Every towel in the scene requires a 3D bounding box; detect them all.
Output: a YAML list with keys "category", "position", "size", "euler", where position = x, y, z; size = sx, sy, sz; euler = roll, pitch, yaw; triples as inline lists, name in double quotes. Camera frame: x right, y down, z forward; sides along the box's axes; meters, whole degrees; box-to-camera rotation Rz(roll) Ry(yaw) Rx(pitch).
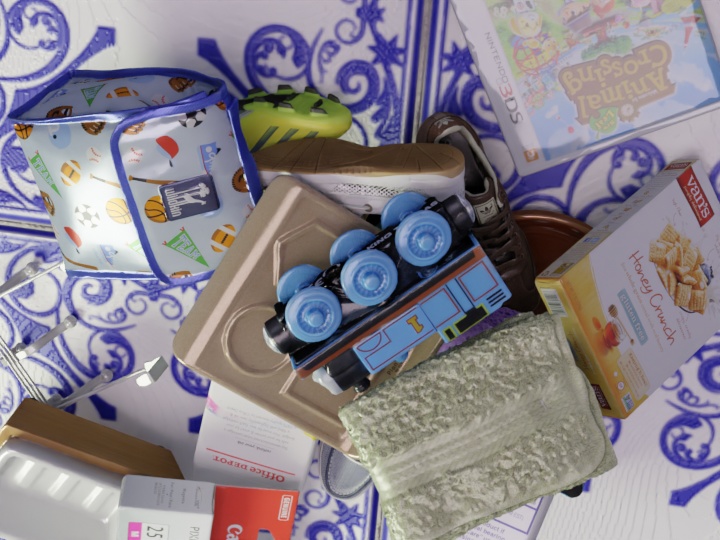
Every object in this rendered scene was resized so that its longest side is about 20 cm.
- category: "towel"
  position: [0.095, 0.131, 1.094]
  size: [0.199, 0.036, 0.149]
  euler: [-24, 85, 3]

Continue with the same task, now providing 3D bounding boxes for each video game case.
- category: "video game case"
  position: [0.200, -0.195, 1.175]
  size: [0.199, 0.022, 0.183]
  euler: [-19, 109, 17]

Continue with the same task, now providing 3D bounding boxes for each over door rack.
- category: "over door rack"
  position: [-0.288, 0.059, 1.338]
  size: [0.200, 0.067, 0.148]
  euler: [-20, 110, 39]

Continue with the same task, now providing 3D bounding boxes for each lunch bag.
- category: "lunch bag"
  position: [-0.181, -0.082, 1.168]
  size: [0.199, 0.124, 0.171]
  euler: [2, 124, 25]

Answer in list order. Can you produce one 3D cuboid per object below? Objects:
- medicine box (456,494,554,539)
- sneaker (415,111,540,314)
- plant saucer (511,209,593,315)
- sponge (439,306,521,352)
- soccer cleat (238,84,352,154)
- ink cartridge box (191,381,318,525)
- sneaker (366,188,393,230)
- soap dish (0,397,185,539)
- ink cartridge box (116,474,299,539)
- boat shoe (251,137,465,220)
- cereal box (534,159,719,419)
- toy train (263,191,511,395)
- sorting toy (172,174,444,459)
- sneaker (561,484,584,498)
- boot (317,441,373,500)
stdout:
- category: "medicine box"
  position: [0.103, 0.213, 1.200]
  size: [0.103, 0.182, 0.201]
  euler: [24, 91, 5]
- category: "sneaker"
  position: [0.102, -0.044, 1.190]
  size: [0.070, 0.076, 0.201]
  euler: [-28, 95, -1]
- category: "plant saucer"
  position: [0.163, 0.036, 1.277]
  size: [0.199, 0.032, 0.201]
  euler: [4, 115, 8]
- category: "sponge"
  position: [0.130, 0.072, 1.235]
  size: [0.199, 0.030, 0.112]
  euler: [22, 150, 0]
- category: "soccer cleat"
  position: [-0.101, -0.121, 1.238]
  size: [0.199, 0.065, 0.084]
  euler: [-1, 112, 15]
- category: "ink cartridge box"
  position: [-0.096, 0.146, 1.350]
  size: [0.117, 0.067, 0.201]
  euler: [17, 114, 1]
- category: "sneaker"
  position: [0.000, 0.000, 1.221]
  size: [0.080, 0.071, 0.201]
  euler: [29, 77, -28]
- category: "soap dish"
  position: [-0.297, 0.219, 1.374]
  size: [0.199, 0.081, 0.157]
  euler: [24, 129, -24]
- category: "ink cartridge box"
  position: [-0.159, 0.289, 1.360]
  size: [0.173, 0.044, 0.200]
  euler: [7, 133, -6]
- category: "boat shoe"
  position: [-0.007, -0.070, 1.162]
  size: [0.199, 0.071, 0.070]
  euler: [6, 124, 21]
- category: "cereal box"
  position: [0.253, 0.013, 1.176]
  size: [0.039, 0.200, 0.144]
  euler: [0, 124, 58]
- category: "toy train"
  position: [0.020, 0.023, 1.101]
  size: [0.200, 0.087, 0.114]
  euler: [-35, 110, 2]
- category: "sorting toy"
  position: [-0.034, 0.041, 1.159]
  size: [0.200, 0.036, 0.186]
  euler: [31, 97, -12]
- category: "sneaker"
  position: [0.124, 0.206, 1.334]
  size: [0.199, 0.073, 0.082]
  euler: [-13, 109, 15]
- category: "boot"
  position: [0.002, 0.161, 1.327]
  size: [0.072, 0.090, 0.201]
  euler: [20, 115, 1]
